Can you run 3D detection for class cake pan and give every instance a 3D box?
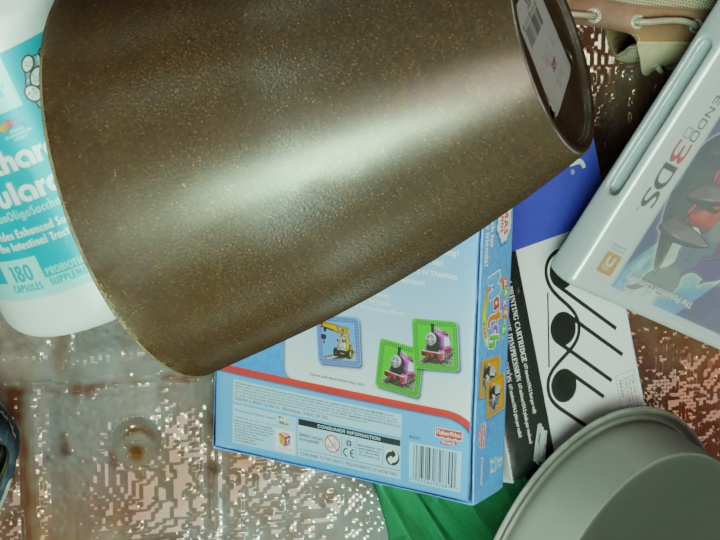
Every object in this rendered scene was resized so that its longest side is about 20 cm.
[{"bbox_3d":[0.129,0.168,1.400,0.200,0.037,0.201,-22,122,-41],"label":"cake pan"}]

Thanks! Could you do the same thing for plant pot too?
[{"bbox_3d":[-0.007,-0.069,1.221,0.199,0.187,0.187,-16,111,21],"label":"plant pot"}]

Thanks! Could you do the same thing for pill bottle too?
[{"bbox_3d":[-0.153,-0.078,1.294,0.111,0.111,0.200,-27,110,-7],"label":"pill bottle"}]

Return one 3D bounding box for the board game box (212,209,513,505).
[{"bbox_3d":[0.000,0.000,1.346,0.037,0.151,0.201,-22,117,-56],"label":"board game box"}]

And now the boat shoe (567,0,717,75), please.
[{"bbox_3d":[0.146,-0.135,1.382,0.199,0.076,0.072,16,107,-21],"label":"boat shoe"}]

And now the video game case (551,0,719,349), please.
[{"bbox_3d":[0.207,-0.046,1.400,0.200,0.023,0.183,22,104,-45],"label":"video game case"}]

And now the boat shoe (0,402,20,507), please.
[{"bbox_3d":[-0.232,0.147,1.358,0.075,0.062,0.200,40,92,-25],"label":"boat shoe"}]

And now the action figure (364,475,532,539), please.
[{"bbox_3d":[0.043,0.105,1.428,0.118,0.055,0.200,-38,109,-2],"label":"action figure"}]

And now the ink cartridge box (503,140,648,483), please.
[{"bbox_3d":[0.078,-0.005,1.383,0.094,0.044,0.201,-19,102,-35],"label":"ink cartridge box"}]
